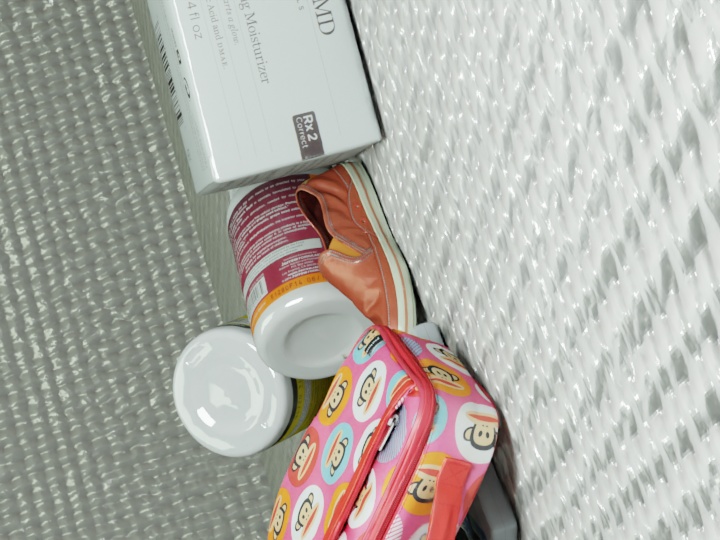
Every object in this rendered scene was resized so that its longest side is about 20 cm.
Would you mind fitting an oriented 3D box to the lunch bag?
[{"bbox_3d":[0.017,0.153,1.381,0.201,0.082,0.176,-65,24,13],"label":"lunch bag"}]

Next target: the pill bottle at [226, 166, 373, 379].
[{"bbox_3d":[-0.051,-0.018,1.701,0.110,0.109,0.201,84,172,-50],"label":"pill bottle"}]

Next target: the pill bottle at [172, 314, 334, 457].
[{"bbox_3d":[-0.069,0.086,1.786,0.200,0.111,0.112,-21,-83,-62],"label":"pill bottle"}]

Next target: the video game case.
[{"bbox_3d":[0.075,0.167,1.506,0.200,0.022,0.183,85,168,-51],"label":"video game case"}]

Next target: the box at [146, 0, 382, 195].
[{"bbox_3d":[-0.081,-0.170,1.573,0.200,0.130,0.200,171,84,-81],"label":"box"}]

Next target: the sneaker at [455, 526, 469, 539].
[{"bbox_3d":[0.083,0.261,1.388,0.200,0.073,0.080,55,149,23],"label":"sneaker"}]

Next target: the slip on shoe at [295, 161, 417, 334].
[{"bbox_3d":[0.000,0.000,1.581,0.074,0.061,0.201,88,163,-52],"label":"slip on shoe"}]
